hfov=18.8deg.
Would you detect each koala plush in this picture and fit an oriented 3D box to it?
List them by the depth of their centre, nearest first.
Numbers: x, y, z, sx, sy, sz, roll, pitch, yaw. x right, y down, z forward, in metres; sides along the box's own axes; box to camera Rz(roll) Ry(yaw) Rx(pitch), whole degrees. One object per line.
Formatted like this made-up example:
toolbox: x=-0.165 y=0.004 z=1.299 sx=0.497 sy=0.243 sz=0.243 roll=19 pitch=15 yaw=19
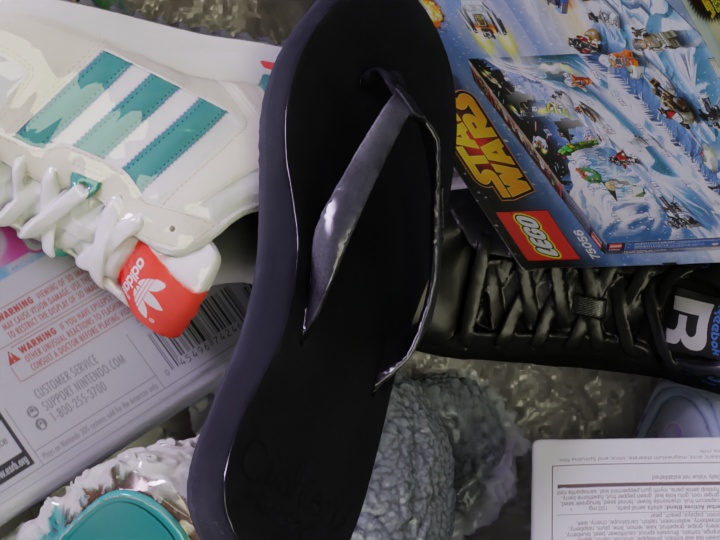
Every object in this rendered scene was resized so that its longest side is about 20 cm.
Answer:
koala plush: x=-0.013 y=0.121 z=0.810 sx=0.177 sy=0.184 sz=0.200 roll=18 pitch=74 yaw=-34

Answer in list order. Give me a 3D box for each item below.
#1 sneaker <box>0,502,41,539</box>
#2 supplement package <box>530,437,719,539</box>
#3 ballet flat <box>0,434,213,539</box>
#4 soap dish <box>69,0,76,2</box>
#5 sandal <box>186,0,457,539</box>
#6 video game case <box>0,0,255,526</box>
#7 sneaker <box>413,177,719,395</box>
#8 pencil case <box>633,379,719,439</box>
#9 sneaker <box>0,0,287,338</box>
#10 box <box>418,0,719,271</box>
sneaker: x=-0.177 y=0.058 z=0.770 sx=0.076 sy=0.081 sz=0.200 roll=-41 pitch=113 yaw=-11
supplement package: x=0.137 y=0.181 z=0.770 sx=0.150 sy=0.200 sz=0.152 roll=-2 pitch=145 yaw=8
ballet flat: x=-0.109 y=0.123 z=0.722 sx=0.200 sy=0.072 sz=0.072 roll=-40 pitch=115 yaw=23
soap dish: x=-0.092 y=-0.206 z=0.727 sx=0.200 sy=0.081 sz=0.157 roll=-48 pitch=114 yaw=-24
sandal: x=0.000 y=0.001 z=0.688 sx=0.076 sy=0.043 sz=0.200 roll=26 pitch=66 yaw=-38
video game case: x=-0.132 y=-0.015 z=0.729 sx=0.200 sy=0.024 sz=0.182 roll=-32 pitch=83 yaw=-34
sneaker: x=0.096 y=0.008 z=0.848 sx=0.200 sy=0.112 sz=0.073 roll=3 pitch=99 yaw=-22
pencil case: x=0.213 y=0.087 z=0.920 sx=0.200 sy=0.091 sz=0.083 roll=0 pitch=127 yaw=-23
sneaker: x=-0.083 y=-0.030 z=0.702 sx=0.199 sy=0.070 sz=0.094 roll=6 pitch=58 yaw=-27
box: x=0.068 y=-0.084 z=0.738 sx=0.200 sy=0.137 sz=0.040 roll=55 pitch=53 yaw=-29
